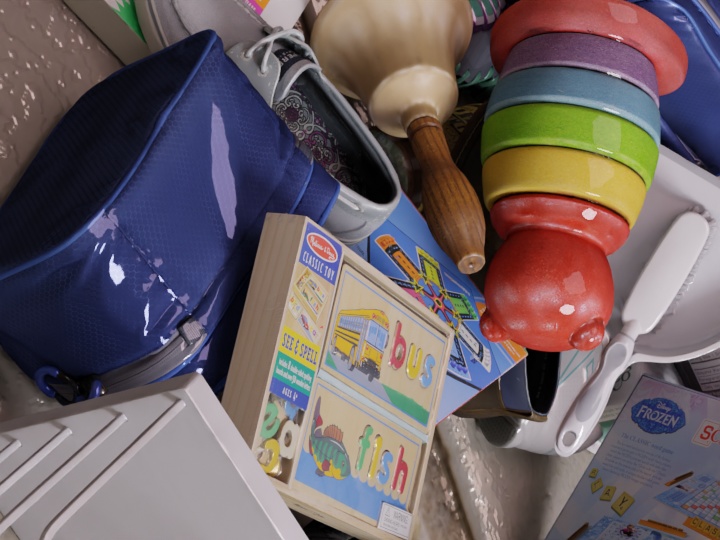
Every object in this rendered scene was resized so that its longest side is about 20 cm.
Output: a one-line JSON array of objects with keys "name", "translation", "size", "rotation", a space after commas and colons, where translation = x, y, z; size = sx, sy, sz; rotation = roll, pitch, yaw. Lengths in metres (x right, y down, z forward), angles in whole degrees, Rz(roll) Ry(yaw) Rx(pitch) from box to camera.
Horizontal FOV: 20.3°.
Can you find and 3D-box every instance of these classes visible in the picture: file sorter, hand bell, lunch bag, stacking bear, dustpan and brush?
[{"name": "file sorter", "translation": [-0.135, 0.153, 0.946], "size": [0.125, 0.199, 0.139], "rotation": [-44, 108, -39]}, {"name": "hand bell", "translation": [0.039, -0.074, 1.175], "size": [0.104, 0.104, 0.201], "rotation": [27, 34, -37]}, {"name": "lunch bag", "translation": [0.193, -0.139, 1.343], "size": [0.200, 0.135, 0.133], "rotation": [46, 43, -36]}, {"name": "stacking bear", "translation": [0.120, -0.049, 1.176], "size": [0.114, 0.121, 0.201], "rotation": [61, 37, -69]}, {"name": "dustpan and brush", "translation": [0.174, 0.027, 1.243], "size": [0.139, 0.057, 0.201], "rotation": [31, 90, 7]}, {"name": "lunch bag", "translation": [-0.107, -0.008, 1.056], "size": [0.132, 0.135, 0.201], "rotation": [47, 51, -24]}]

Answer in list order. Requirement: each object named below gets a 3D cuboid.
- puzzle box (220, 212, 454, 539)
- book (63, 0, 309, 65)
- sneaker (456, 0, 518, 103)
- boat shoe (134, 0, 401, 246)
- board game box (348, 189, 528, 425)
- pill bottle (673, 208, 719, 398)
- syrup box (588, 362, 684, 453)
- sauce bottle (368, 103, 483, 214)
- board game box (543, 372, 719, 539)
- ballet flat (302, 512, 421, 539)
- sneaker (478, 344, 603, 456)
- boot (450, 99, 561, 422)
[{"name": "puzzle box", "translation": [-0.010, 0.064, 1.061], "size": [0.200, 0.025, 0.134], "rotation": [35, 63, -59]}, {"name": "book", "translation": [-0.091, -0.196, 1.217], "size": [0.134, 0.048, 0.201], "rotation": [45, 53, -24]}, {"name": "sneaker", "translation": [0.075, -0.141, 1.345], "size": [0.200, 0.074, 0.088], "rotation": [-34, 106, -47]}, {"name": "boat shoe", "translation": [-0.046, -0.105, 1.146], "size": [0.201, 0.071, 0.070], "rotation": [51, 53, -6]}, {"name": "board game box", "translation": [0.000, 0.000, 1.188], "size": [0.103, 0.019, 0.200], "rotation": [-34, 83, -22]}, {"name": "pill bottle", "translation": [0.261, 0.049, 1.328], "size": [0.111, 0.110, 0.201], "rotation": [-36, 103, -45]}, {"name": "syrup box", "translation": [0.199, 0.027, 1.410], "size": [0.081, 0.078, 0.201], "rotation": [36, 55, -33]}, {"name": "sauce bottle", "translation": [0.069, -0.078, 1.323], "size": [0.199, 0.064, 0.065], "rotation": [-19, 91, -48]}, {"name": "board game box", "translation": [0.197, 0.174, 1.226], "size": [0.041, 0.200, 0.200], "rotation": [39, 79, -31]}, {"name": "ballet flat", "translation": [-0.019, 0.172, 1.133], "size": [0.057, 0.067, 0.200], "rotation": [35, 23, 23]}, {"name": "sneaker", "translation": [0.131, 0.028, 1.340], "size": [0.080, 0.070, 0.202], "rotation": [17, 74, -28]}, {"name": "boot", "translation": [0.095, -0.002, 1.251], "size": [0.074, 0.097, 0.202], "rotation": [6, 97, -51]}]
